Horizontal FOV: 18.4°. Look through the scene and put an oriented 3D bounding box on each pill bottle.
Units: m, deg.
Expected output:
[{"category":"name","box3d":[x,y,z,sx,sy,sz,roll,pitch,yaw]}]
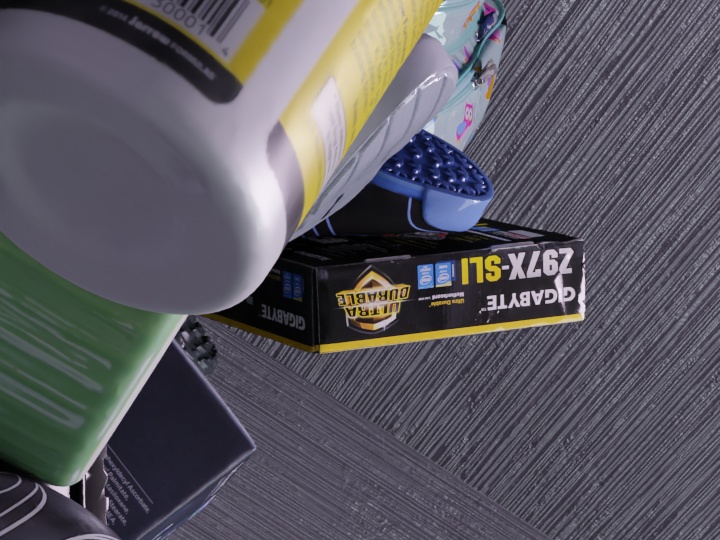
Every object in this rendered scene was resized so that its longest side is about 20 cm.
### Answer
[{"category":"pill bottle","box3d":[-0.034,-0.094,0.679,0.200,0.114,0.114,-58,-177,-32]}]

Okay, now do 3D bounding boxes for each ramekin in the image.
[{"category":"ramekin","box3d":[-0.103,-0.015,0.849,0.200,0.098,0.200,-57,-177,4]}]

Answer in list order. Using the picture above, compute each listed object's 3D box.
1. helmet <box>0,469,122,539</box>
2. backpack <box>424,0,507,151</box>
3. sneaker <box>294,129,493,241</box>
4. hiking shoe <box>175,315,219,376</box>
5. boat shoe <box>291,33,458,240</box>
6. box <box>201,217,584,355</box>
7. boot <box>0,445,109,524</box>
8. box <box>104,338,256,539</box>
[{"category":"helmet","box3d":[-0.161,0.162,0.818,0.200,0.200,0.191,128,-15,-61]},{"category":"backpack","box3d":[-0.014,-0.117,1.226,0.200,0.176,0.153,-64,172,-53]},{"category":"sneaker","box3d":[-0.037,-0.044,1.118,0.070,0.200,0.078,-84,-168,-59]},{"category":"hiking shoe","box3d":[-0.153,0.043,1.445,0.087,0.074,0.200,-37,-158,-6]},{"category":"boat shoe","box3d":[-0.018,-0.064,0.944,0.072,0.062,0.200,-38,179,-22]},{"category":"box","box3d":[0.000,0.000,1.192,0.200,0.160,0.049,15,-73,60]},{"category":"boot","box3d":[-0.199,0.105,1.028,0.158,0.211,0.079,-6,175,-38]},{"category":"box","box3d":[-0.175,0.127,1.188,0.200,0.107,0.148,-37,175,-22]}]
